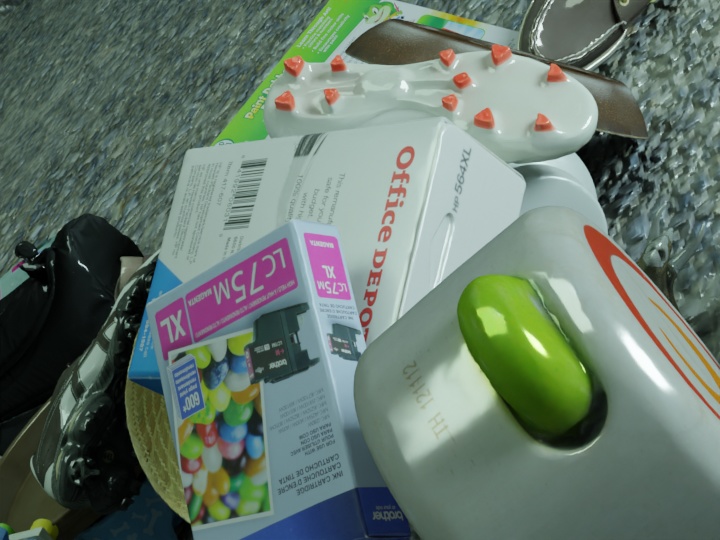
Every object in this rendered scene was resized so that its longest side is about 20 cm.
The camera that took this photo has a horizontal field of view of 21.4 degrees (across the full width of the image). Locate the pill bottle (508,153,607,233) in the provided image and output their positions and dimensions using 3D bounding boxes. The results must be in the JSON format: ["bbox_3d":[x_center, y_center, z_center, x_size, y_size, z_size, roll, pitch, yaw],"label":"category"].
[{"bbox_3d":[0.081,-0.043,1.177,0.111,0.111,0.200,-44,22,2],"label":"pill bottle"}]

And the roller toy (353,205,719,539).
[{"bbox_3d":[0.092,0.080,0.842,0.140,0.200,0.183,-40,11,13],"label":"roller toy"}]

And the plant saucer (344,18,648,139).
[{"bbox_3d":[0.089,-0.125,1.205,0.200,0.199,0.032,-143,66,-68],"label":"plant saucer"}]

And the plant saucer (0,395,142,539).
[{"bbox_3d":[-0.196,0.127,1.345,0.200,0.029,0.200,-37,22,18],"label":"plant saucer"}]

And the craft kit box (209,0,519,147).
[{"bbox_3d":[0.013,-0.107,1.380,0.197,0.049,0.200,22,62,31],"label":"craft kit box"}]

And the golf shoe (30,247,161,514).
[{"bbox_3d":[-0.157,0.059,1.245,0.094,0.078,0.201,4,59,53],"label":"golf shoe"}]

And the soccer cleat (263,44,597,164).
[{"bbox_3d":[0.041,-0.085,1.097,0.199,0.078,0.070,4,56,20],"label":"soccer cleat"}]

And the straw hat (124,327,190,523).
[{"bbox_3d":[-0.040,0.078,1.192,0.201,0.201,0.085,-39,-20,14],"label":"straw hat"}]

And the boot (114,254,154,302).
[{"bbox_3d":[-0.094,0.008,1.322,0.200,0.145,0.071,130,141,-68],"label":"boot"}]

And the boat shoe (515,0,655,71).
[{"bbox_3d":[0.184,-0.212,1.337,0.200,0.072,0.060,-45,-4,-13],"label":"boat shoe"}]

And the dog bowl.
[{"bbox_3d":[-0.123,0.128,1.318,0.200,0.050,0.111,-44,21,0],"label":"dog bowl"}]

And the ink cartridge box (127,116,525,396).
[{"bbox_3d":[-0.020,0.004,1.061,0.199,0.084,0.147,-2,66,41],"label":"ink cartridge box"}]

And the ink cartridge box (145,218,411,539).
[{"bbox_3d":[-0.041,0.089,0.967,0.119,0.042,0.201,-28,69,37],"label":"ink cartridge box"}]

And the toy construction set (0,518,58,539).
[{"bbox_3d":[-0.252,0.229,1.255,0.200,0.131,0.092,-20,32,47],"label":"toy construction set"}]

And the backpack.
[{"bbox_3d":[-0.239,0.063,1.530,0.200,0.167,0.127,-36,3,29],"label":"backpack"}]

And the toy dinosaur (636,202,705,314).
[{"bbox_3d":[0.108,0.050,1.041,0.200,0.077,0.102,-29,14,47],"label":"toy dinosaur"}]
